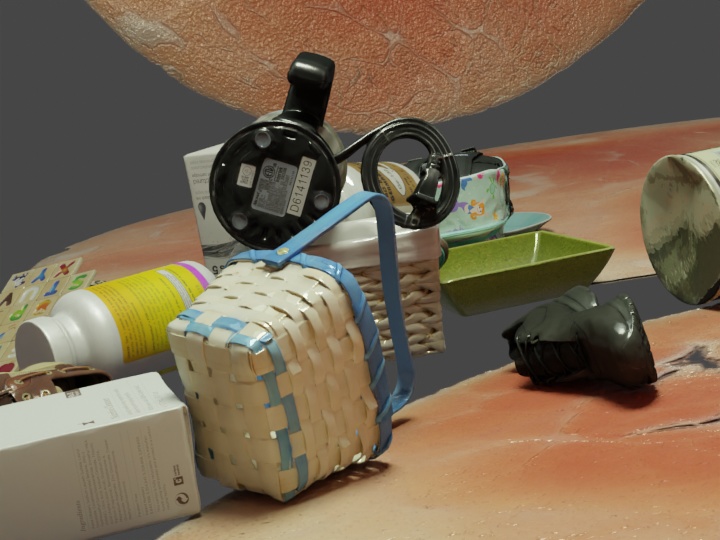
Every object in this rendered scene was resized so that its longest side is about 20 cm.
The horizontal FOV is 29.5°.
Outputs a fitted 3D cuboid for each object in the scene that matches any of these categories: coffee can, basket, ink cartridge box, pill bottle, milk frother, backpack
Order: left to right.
[{"bbox_3d":[-0.232,0.060,1.339,0.200,0.105,0.104,-17,12,-43],"label":"pill bottle"},{"bbox_3d":[-0.110,-0.051,1.605,0.145,0.201,0.084,-3,13,32],"label":"ink cartridge box"},{"bbox_3d":[-0.035,0.054,0.974,0.139,0.177,0.200,12,30,43],"label":"basket"},{"bbox_3d":[-0.021,-0.090,1.280,0.200,0.181,0.188,33,10,-5],"label":"milk frother"},{"bbox_3d":[-0.018,-0.062,1.511,0.114,0.115,0.200,-3,3,33],"label":"pill bottle"},{"bbox_3d":[-0.015,0.022,1.307,0.199,0.124,0.136,-9,10,3],"label":"basket"},{"bbox_3d":[0.100,-0.071,1.679,0.177,0.151,0.200,-8,3,10],"label":"backpack"},{"bbox_3d":[0.395,-0.057,1.330,0.199,0.147,0.146,-12,10,-18],"label":"coffee can"}]

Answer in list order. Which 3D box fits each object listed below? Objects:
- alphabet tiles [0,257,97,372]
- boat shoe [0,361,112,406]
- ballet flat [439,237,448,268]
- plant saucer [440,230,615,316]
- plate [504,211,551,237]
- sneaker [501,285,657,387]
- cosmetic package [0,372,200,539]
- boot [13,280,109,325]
[{"bbox_3d":[-0.374,0.058,1.471,0.166,0.006,0.200,-12,35,25],"label":"alphabet tiles"},{"bbox_3d":[-0.275,0.118,1.150,0.072,0.073,0.200,-5,6,20],"label":"boat shoe"},{"bbox_3d":[0.000,0.000,1.422,0.199,0.068,0.067,-25,30,17],"label":"ballet flat"},{"bbox_3d":[0.150,0.005,1.491,0.199,0.048,0.200,-11,9,-14],"label":"plant saucer"},{"bbox_3d":[0.166,-0.051,1.889,0.199,0.026,0.200,-8,9,1],"label":"plate"},{"bbox_3d":[0.172,0.063,1.090,0.090,0.076,0.200,-20,4,-8],"label":"sneaker"},{"bbox_3d":[-0.219,0.137,0.930,0.199,0.082,0.113,-11,11,-18],"label":"cosmetic package"},{"bbox_3d":[-0.281,0.048,1.533,0.203,0.074,0.154,-10,14,17],"label":"boot"}]
